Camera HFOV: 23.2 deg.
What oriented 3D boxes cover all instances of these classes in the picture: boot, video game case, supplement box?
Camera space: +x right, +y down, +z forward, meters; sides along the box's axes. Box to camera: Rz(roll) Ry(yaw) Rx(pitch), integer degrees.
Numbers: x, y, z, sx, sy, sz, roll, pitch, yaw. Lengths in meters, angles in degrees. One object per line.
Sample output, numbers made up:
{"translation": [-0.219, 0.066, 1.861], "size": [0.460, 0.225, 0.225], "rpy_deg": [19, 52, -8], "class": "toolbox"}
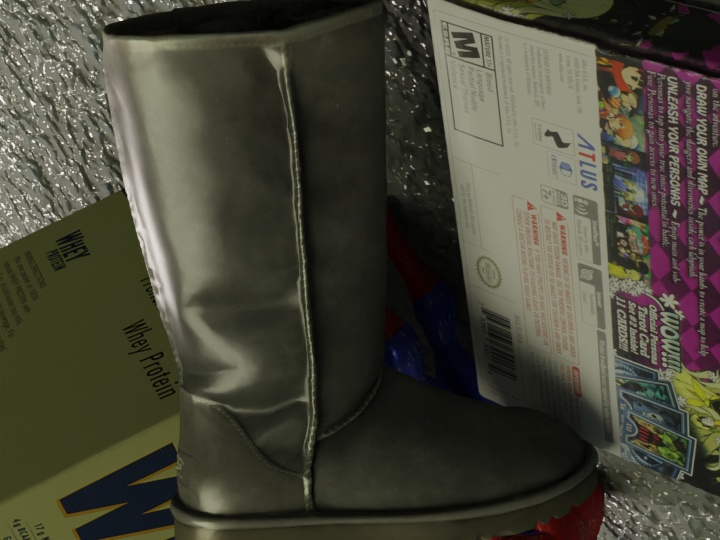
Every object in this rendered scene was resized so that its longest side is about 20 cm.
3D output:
{"translation": [0.002, 0.000, 0.638], "size": [0.073, 0.181, 0.201], "rpy_deg": [-154, 60, -69], "class": "boot"}
{"translation": [0.114, -0.003, 0.621], "size": [0.181, 0.036, 0.200], "rpy_deg": [20, 139, 32], "class": "video game case"}
{"translation": [-0.127, 0.088, 0.768], "size": [0.200, 0.199, 0.134], "rpy_deg": [49, 163, 56], "class": "supplement box"}

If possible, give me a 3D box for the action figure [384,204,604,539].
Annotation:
{"translation": [0.033, 0.075, 0.764], "size": [0.200, 0.065, 0.099], "rpy_deg": [51, 137, -8], "class": "action figure"}
